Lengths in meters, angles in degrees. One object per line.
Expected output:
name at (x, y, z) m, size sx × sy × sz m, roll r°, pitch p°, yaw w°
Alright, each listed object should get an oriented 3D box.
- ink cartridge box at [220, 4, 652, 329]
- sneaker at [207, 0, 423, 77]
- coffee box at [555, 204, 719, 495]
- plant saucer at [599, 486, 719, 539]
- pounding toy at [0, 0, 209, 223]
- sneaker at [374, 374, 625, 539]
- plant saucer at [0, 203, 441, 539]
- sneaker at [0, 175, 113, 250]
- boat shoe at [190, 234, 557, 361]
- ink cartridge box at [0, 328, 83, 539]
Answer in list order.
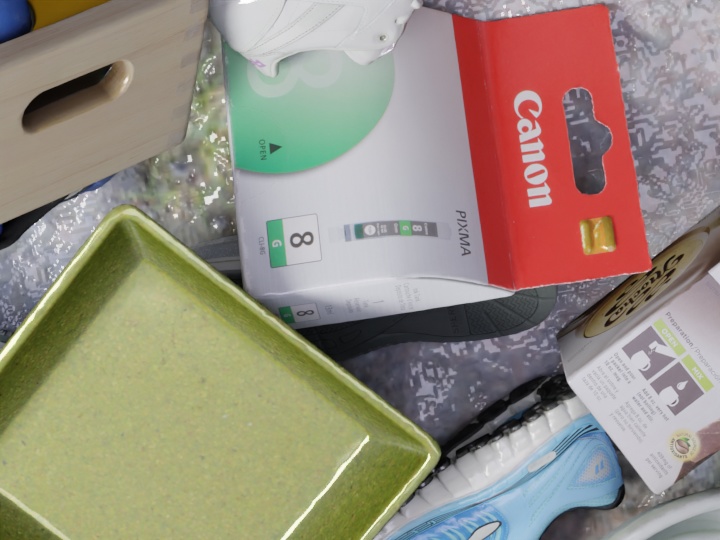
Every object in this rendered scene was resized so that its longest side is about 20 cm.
ink cartridge box at (0.035, -0.062, 1.334) m, size 0.199 × 0.050 × 0.162 m, roll -9°, pitch 64°, yaw 5°
sneaker at (0.015, -0.161, 1.296) m, size 0.199 × 0.075 × 0.100 m, roll -22°, pitch 123°, yaw 17°
coffee box at (0.202, 0.012, 1.351) m, size 0.200 × 0.113 × 0.080 m, roll -38°, pitch 98°, yaw 8°
plant saucer at (0.160, 0.182, 1.391) m, size 0.199 × 0.050 × 0.201 m, roll -15°, pitch 128°, yaw -19°
pounding toy at (-0.173, -0.147, 1.280) m, size 0.184 × 0.200 × 0.142 m, roll 42°, pitch 140°, yaw 27°
sneaker at (0.052, 0.142, 1.399) m, size 0.200 × 0.078 × 0.090 m, roll -32°, pitch 102°, yaw 8°
plant saucer at (-0.095, 0.094, 1.317) m, size 0.199 × 0.048 × 0.200 m, roll 38°, pitch 104°, yaw -7°
sneaker at (-0.221, -0.046, 1.350) m, size 0.199 × 0.115 × 0.081 m, roll -16°, pitch 99°, yaw 4°
boat shoe at (0.001, -0.001, 1.383) m, size 0.201 × 0.065 × 0.075 m, roll -5°, pitch 138°, yaw 6°
ink cartridge box at (-0.214, 0.105, 1.394) m, size 0.199 × 0.084 × 0.147 m, roll 14°, pitch 101°, yaw -1°
